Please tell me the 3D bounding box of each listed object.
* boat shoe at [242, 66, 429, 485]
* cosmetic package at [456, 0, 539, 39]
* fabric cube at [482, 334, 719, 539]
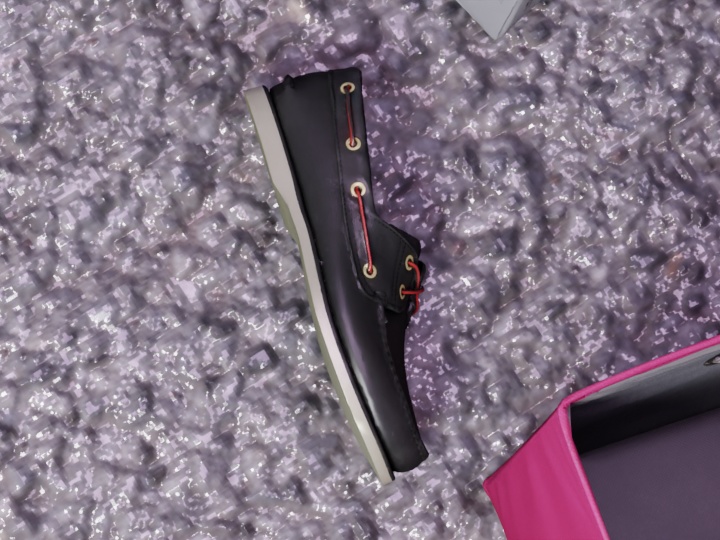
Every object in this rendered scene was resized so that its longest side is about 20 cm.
[{"bbox_3d":[0.000,-0.001,1.351,0.063,0.074,0.202,-15,74,-3],"label":"boat shoe"},{"bbox_3d":[0.108,-0.221,1.423,0.200,0.074,0.102,-41,85,-17],"label":"cosmetic package"},{"bbox_3d":[0.188,0.136,1.279,0.195,0.199,0.201,-18,79,-11],"label":"fabric cube"}]
